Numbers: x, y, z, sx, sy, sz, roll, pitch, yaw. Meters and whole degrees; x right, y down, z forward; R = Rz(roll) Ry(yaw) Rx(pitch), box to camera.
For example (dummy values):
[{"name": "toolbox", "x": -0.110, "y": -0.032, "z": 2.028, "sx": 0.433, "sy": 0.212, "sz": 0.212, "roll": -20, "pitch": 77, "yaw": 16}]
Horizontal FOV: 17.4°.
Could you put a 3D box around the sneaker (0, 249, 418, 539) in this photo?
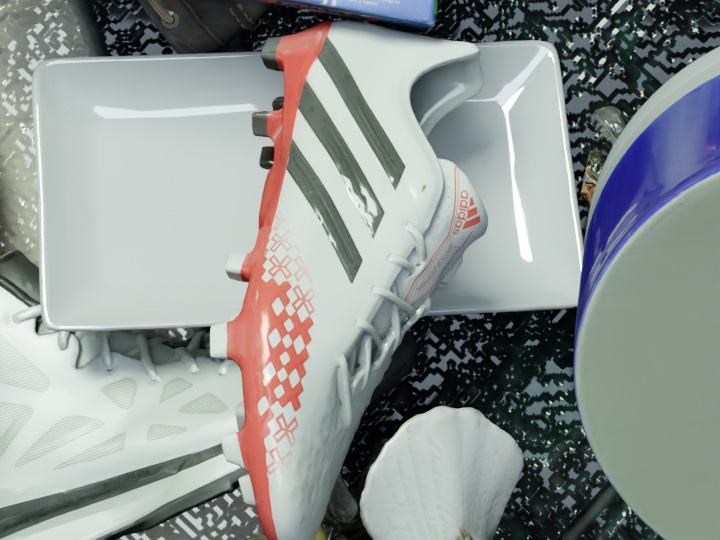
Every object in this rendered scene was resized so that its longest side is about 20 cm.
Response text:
[{"name": "sneaker", "x": -0.085, "y": 0.034, "z": 0.873, "sx": 0.199, "sy": 0.076, "sz": 0.116, "roll": -25, "pitch": 90, "yaw": 7}]

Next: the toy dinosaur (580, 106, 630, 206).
[{"name": "toy dinosaur", "x": 0.185, "y": -0.042, "z": 0.856, "sx": 0.198, "sy": 0.102, "sz": 0.137, "roll": 3, "pitch": 112, "yaw": -10}]

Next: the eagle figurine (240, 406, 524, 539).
[{"name": "eagle figurine", "x": 0.041, "y": 0.160, "z": 0.830, "sx": 0.152, "sy": 0.151, "sz": 0.200, "roll": -41, "pitch": 64, "yaw": 9}]

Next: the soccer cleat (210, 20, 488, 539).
[{"name": "soccer cleat", "x": 0.000, "y": 0.000, "z": 0.805, "sx": 0.084, "sy": 0.069, "sz": 0.201, "roll": 1, "pitch": 59, "yaw": 9}]

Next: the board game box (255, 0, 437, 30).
[{"name": "board game box", "x": -0.061, "y": -0.168, "z": 0.827, "sx": 0.198, "sy": 0.034, "sz": 0.137, "roll": 10, "pitch": 92, "yaw": -5}]

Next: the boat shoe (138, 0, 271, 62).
[{"name": "boat shoe", "x": -0.110, "y": -0.158, "z": 0.878, "sx": 0.200, "sy": 0.074, "sz": 0.073, "roll": 44, "pitch": 93, "yaw": 5}]

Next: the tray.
[{"name": "tray", "x": -0.020, "y": -0.029, "z": 0.869, "sx": 0.198, "sy": 0.022, "sz": 0.108, "roll": -3, "pitch": 71, "yaw": -7}]

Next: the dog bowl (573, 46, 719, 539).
[{"name": "dog bowl", "x": 0.172, "y": 0.017, "z": 0.800, "sx": 0.198, "sy": 0.079, "sz": 0.201, "roll": 6, "pitch": 127, "yaw": 8}]
